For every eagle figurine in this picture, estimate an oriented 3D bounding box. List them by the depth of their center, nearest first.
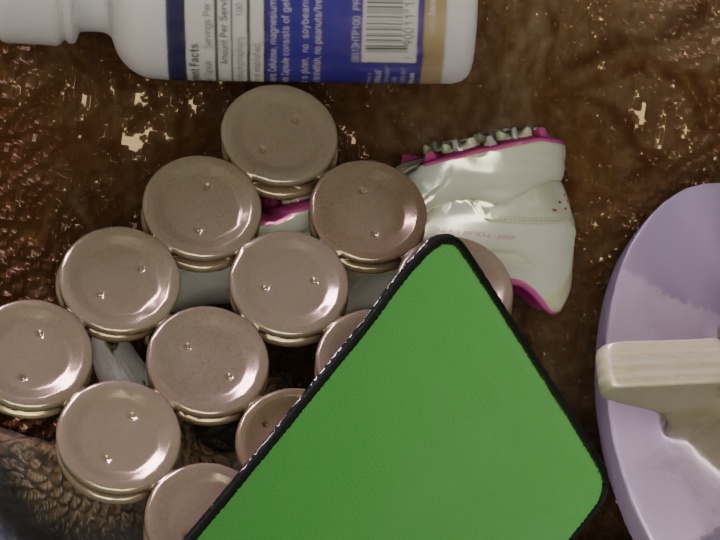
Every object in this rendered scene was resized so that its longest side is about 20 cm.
[{"bbox_3d":[-0.106,0.088,1.270,0.199,0.152,0.151,-18,57,-18],"label":"eagle figurine"}]

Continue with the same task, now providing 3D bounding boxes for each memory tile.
[{"bbox_3d":[-0.046,0.024,1.216,0.153,0.017,0.200,40,62,15],"label":"memory tile"}]

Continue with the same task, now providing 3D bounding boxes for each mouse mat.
[{"bbox_3d":[0.013,0.105,1.196,0.200,0.008,0.161,-51,126,-25],"label":"mouse mat"}]

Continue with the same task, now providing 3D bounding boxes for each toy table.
[{"bbox_3d":[0.173,0.047,1.260,0.183,0.117,0.201,-13,76,-16],"label":"toy table"}]

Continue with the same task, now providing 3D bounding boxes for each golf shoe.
[{"bbox_3d":[0.000,0.000,1.304,0.199,0.075,0.092,-15,97,-1],"label":"golf shoe"}]

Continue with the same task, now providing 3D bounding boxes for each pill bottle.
[{"bbox_3d":[-0.051,-0.139,1.269,0.199,0.120,0.120,1,93,-1],"label":"pill bottle"}]
